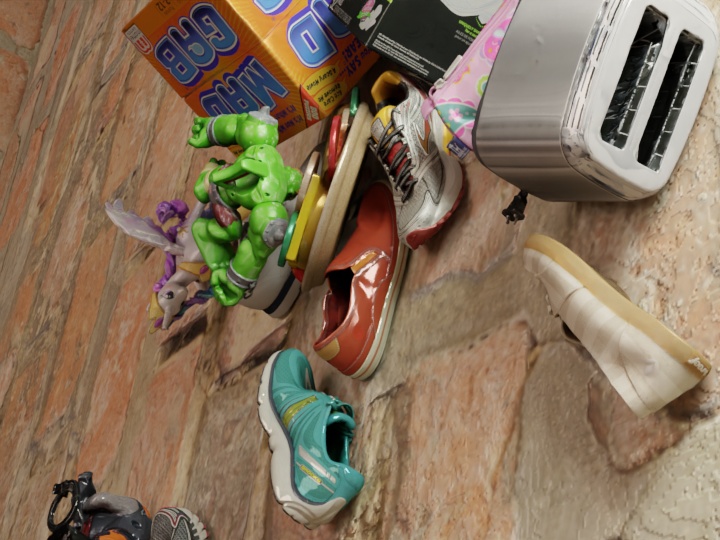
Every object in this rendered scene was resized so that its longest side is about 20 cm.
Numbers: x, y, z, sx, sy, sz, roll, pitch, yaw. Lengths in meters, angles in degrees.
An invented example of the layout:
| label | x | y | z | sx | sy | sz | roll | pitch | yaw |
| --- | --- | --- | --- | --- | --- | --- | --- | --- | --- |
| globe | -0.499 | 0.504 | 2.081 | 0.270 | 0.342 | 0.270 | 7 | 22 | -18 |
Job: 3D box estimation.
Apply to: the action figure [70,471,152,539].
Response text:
| label | x | y | z | sx | sy | sz | roll | pitch | yaw |
| --- | --- | --- | --- | --- | --- | --- | --- | --- | --- |
| action figure | -0.267 | 0.333 | 1.398 | 0.194 | 0.103 | 0.202 | -92 | 0 | -66 |

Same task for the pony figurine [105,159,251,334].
| label | x | y | z | sx | sy | sz | roll | pitch | yaw |
| --- | --- | --- | --- | --- | --- | --- | --- | --- | --- |
| pony figurine | -0.206 | -0.033 | 1.536 | 0.200 | 0.166 | 0.193 | -46 | 36 | 6 |

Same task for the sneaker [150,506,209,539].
| label | x | y | z | sx | sy | sz | roll | pitch | yaw |
| --- | --- | --- | --- | --- | --- | --- | --- | --- | --- |
| sneaker | -0.198 | 0.319 | 1.274 | 0.081 | 0.074 | 0.201 | -50 | 29 | 30 |

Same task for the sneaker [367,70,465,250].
| label | x | y | z | sx | sy | sz | roll | pitch | yaw |
| --- | --- | --- | --- | --- | --- | --- | --- | --- | --- |
| sneaker | 0.041 | -0.102 | 1.156 | 0.078 | 0.082 | 0.202 | -44 | 34 | 36 |

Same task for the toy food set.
| label | x | y | z | sx | sy | sz | roll | pitch | yaw |
| --- | --- | --- | --- | --- | --- | --- | --- | --- | --- |
| toy food set | -0.031 | -0.077 | 1.234 | 0.198 | 0.048 | 0.202 | 107 | -178 | -85 |

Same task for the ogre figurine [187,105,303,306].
| label | x | y | z | sx | sy | sz | roll | pitch | yaw |
| --- | --- | --- | --- | --- | --- | --- | --- | --- | --- |
| ogre figurine | -0.120 | -0.077 | 1.283 | 0.119 | 0.098 | 0.202 | -26 | 47 | 43 |

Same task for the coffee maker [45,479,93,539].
| label | x | y | z | sx | sy | sz | roll | pitch | yaw |
| --- | --- | --- | --- | --- | --- | --- | --- | --- | --- |
| coffee maker | -0.186 | 0.303 | 1.116 | 0.134 | 0.198 | 0.194 | -17 | 56 | 55 |

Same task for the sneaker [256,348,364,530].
| label | x | y | z | sx | sy | sz | roll | pitch | yaw |
| --- | --- | --- | --- | --- | --- | --- | --- | --- | --- |
| sneaker | -0.039 | 0.143 | 1.141 | 0.079 | 0.077 | 0.201 | -36 | 39 | 14 |

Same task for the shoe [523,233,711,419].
| label | x | y | z | sx | sy | sz | roll | pitch | yaw |
| --- | --- | --- | --- | --- | --- | --- | --- | --- | --- |
| shoe | 0.153 | 0.031 | 0.835 | 0.054 | 0.070 | 0.200 | -53 | 29 | 7 |

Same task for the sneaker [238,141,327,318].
| label | x | y | z | sx | sy | sz | roll | pitch | yaw |
| --- | --- | --- | --- | --- | --- | --- | --- | --- | --- |
| sneaker | -0.080 | -0.051 | 1.355 | 0.202 | 0.080 | 0.076 | -65 | 24 | -1 |

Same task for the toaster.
| label | x | y | z | sx | sy | sz | roll | pitch | yaw |
| --- | --- | --- | --- | --- | --- | --- | --- | --- | --- |
| toaster | 0.165 | -0.127 | 0.900 | 0.129 | 0.113 | 0.202 | 11 | 77 | 62 |

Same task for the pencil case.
| label | x | y | z | sx | sy | sz | roll | pitch | yaw |
| --- | --- | --- | --- | --- | --- | --- | --- | --- | --- |
| pencil case | 0.135 | -0.187 | 1.042 | 0.200 | 0.087 | 0.088 | -51 | 29 | 28 |

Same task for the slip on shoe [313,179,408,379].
| label | x | y | z | sx | sy | sz | roll | pitch | yaw |
| --- | --- | --- | --- | --- | --- | --- | --- | --- | --- |
| slip on shoe | 0.000 | 0.000 | 1.175 | 0.074 | 0.061 | 0.202 | -29 | 42 | 54 |

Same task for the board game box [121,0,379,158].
| label | x | y | z | sx | sy | sz | roll | pitch | yaw |
| --- | --- | --- | --- | --- | --- | --- | --- | --- | --- |
| board game box | -0.093 | -0.274 | 1.359 | 0.200 | 0.200 | 0.199 | -51 | 17 | -28 |

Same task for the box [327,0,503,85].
| label | x | y | z | sx | sy | sz | roll | pitch | yaw |
| --- | --- | --- | --- | --- | --- | --- | --- | --- | --- |
| box | 0.082 | -0.289 | 1.187 | 0.201 | 0.123 | 0.149 | -59 | 26 | 14 |
